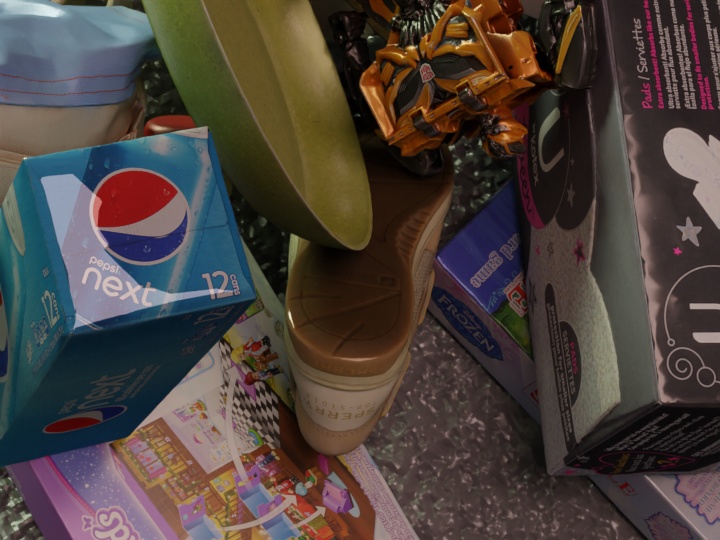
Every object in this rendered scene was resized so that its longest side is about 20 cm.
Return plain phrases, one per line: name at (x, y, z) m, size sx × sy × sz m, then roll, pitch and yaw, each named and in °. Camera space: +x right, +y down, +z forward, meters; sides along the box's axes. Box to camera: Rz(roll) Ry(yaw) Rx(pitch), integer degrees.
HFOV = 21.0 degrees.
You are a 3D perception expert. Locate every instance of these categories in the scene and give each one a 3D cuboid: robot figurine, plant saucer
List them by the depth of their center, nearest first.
plant saucer at (-0.049, -0.097, 0.796) m, size 0.031 × 0.200 × 0.201 m, roll -21°, pitch 77°, yaw 13°
robot figurine at (0.023, -0.140, 0.843) m, size 0.058 × 0.145 × 0.201 m, roll -11°, pitch 77°, yaw -47°

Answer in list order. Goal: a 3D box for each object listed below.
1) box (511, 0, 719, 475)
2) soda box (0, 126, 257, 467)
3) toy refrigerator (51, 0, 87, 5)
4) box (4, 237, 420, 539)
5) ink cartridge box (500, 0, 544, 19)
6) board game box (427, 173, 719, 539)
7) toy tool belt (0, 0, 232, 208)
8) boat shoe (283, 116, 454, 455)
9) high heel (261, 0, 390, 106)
box at (0.141, -0.020, 0.859) m, size 0.114 × 0.132 × 0.201 m, roll 2°, pitch 71°, yaw -16°
soda box at (-0.103, 0.016, 0.716) m, size 0.068 × 0.200 × 0.064 m, roll -12°, pitch 76°, yaw -23°
toy refrigerator at (-0.162, -0.136, 0.868) m, size 0.076 × 0.070 × 0.200 m, roll 37°, pitch 63°, yaw -5°
box at (-0.080, 0.072, 0.840) m, size 0.136 × 0.039 × 0.201 m, roll -27°, pitch 82°, yaw -27°
ink cartridge box at (0.111, -0.176, 0.936) m, size 0.199 × 0.117 × 0.068 m, roll 20°, pitch 57°, yaw 4°
board game box at (0.156, 0.011, 0.951) m, size 0.200 × 0.041 × 0.200 m, roll 45°, pitch 62°, yaw 0°
toy tool belt at (-0.128, -0.073, 0.759) m, size 0.199 × 0.125 × 0.124 m, roll -8°, pitch 110°, yaw -41°
boat shoe at (0.000, 0.000, 0.867) m, size 0.072 × 0.065 × 0.200 m, roll 9°, pitch 36°, yaw 1°
high heel at (-0.011, -0.171, 0.943) m, size 0.142 × 0.071 × 0.201 m, roll 3°, pitch 74°, yaw -26°
